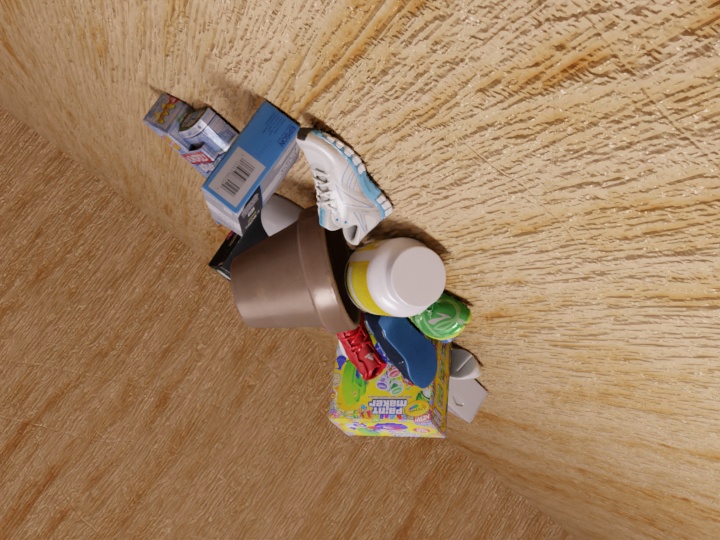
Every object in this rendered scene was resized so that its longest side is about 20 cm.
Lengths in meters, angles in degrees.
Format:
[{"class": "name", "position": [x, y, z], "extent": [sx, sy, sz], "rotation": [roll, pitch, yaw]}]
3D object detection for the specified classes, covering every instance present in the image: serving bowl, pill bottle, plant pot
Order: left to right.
[{"class": "plant pot", "position": [-0.108, 0.012, 1.467], "extent": [0.200, 0.171, 0.204], "rotation": [-14, -90, -81]}, {"class": "serving bowl", "position": [-0.109, -0.054, 1.720], "extent": [0.198, 0.066, 0.200], "rotation": [35, 169, 8]}, {"class": "pill bottle", "position": [0.051, 0.010, 1.350], "extent": [0.111, 0.112, 0.200], "rotation": [37, 170, -12]}]

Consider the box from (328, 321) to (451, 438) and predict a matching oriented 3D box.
[{"class": "box", "position": [0.060, 0.204, 1.758], "extent": [0.196, 0.196, 0.122], "rotation": [-3, 156, 18]}]

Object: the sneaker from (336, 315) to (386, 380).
[{"class": "sneaker", "position": [-0.004, 0.108, 1.598], "extent": [0.116, 0.078, 0.201], "rotation": [46, 170, 45]}]

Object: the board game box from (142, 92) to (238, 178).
[{"class": "board game box", "position": [-0.251, -0.204, 1.520], "extent": [0.199, 0.062, 0.199], "rotation": [39, 169, -22]}]

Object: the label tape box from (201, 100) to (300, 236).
[{"class": "label tape box", "position": [-0.145, -0.127, 1.283], "extent": [0.066, 0.144, 0.200], "rotation": [34, 170, 4]}]

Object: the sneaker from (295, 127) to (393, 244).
[{"class": "sneaker", "position": [-0.031, -0.101, 1.198], "extent": [0.074, 0.087, 0.200], "rotation": [27, 166, 43]}]

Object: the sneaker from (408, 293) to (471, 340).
[{"class": "sneaker", "position": [0.090, 0.047, 1.496], "extent": [0.198, 0.075, 0.083], "rotation": [28, 172, 38]}]

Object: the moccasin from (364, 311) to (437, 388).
[{"class": "moccasin", "position": [0.071, 0.121, 1.577], "extent": [0.068, 0.081, 0.201], "rotation": [22, 152, 42]}]

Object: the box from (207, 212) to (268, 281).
[{"class": "box", "position": [-0.210, -0.034, 1.897], "extent": [0.124, 0.150, 0.200], "rotation": [36, 171, -15]}]

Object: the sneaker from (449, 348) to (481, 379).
[{"class": "sneaker", "position": [0.150, 0.186, 1.865], "extent": [0.197, 0.072, 0.080], "rotation": [11, 168, 32]}]

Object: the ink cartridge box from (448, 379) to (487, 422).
[{"class": "ink cartridge box", "position": [0.166, 0.240, 2.081], "extent": [0.144, 0.085, 0.199], "rotation": [43, 169, -38]}]

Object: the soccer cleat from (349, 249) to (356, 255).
[{"class": "soccer cleat", "position": [0.000, 0.000, 1.649], "extent": [0.069, 0.072, 0.200], "rotation": [58, 154, 7]}]

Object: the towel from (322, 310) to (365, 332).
[{"class": "towel", "position": [-0.037, 0.053, 1.756], "extent": [0.143, 0.023, 0.198], "rotation": [32, -150, 31]}]

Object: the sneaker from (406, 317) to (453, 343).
[{"class": "sneaker", "position": [0.099, 0.076, 1.634], "extent": [0.078, 0.071, 0.199], "rotation": [42, 161, -21]}]
